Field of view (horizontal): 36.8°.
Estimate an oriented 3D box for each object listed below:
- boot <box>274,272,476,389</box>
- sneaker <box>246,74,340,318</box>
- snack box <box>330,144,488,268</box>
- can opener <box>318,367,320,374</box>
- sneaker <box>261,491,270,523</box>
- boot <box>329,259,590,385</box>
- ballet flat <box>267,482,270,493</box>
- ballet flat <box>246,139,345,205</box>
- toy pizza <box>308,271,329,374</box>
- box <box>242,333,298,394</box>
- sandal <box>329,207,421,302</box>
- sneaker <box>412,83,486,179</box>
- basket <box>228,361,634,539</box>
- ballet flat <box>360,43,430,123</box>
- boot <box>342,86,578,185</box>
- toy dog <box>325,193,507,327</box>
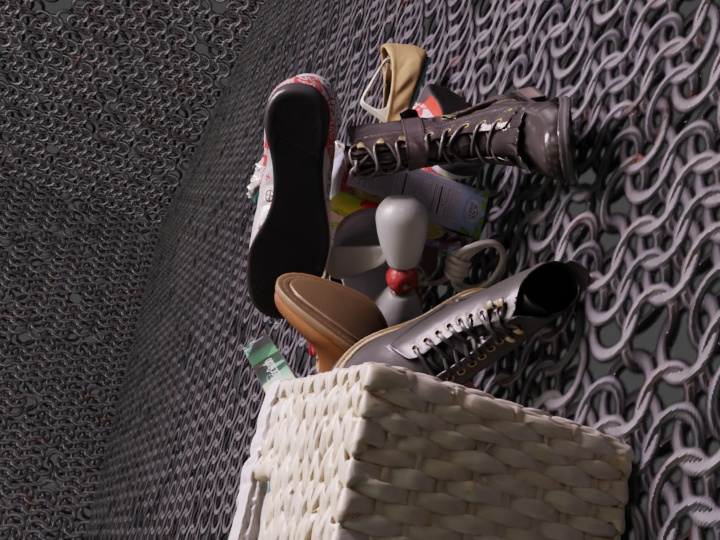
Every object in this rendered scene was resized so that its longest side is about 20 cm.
[{"bbox_3d":[-0.017,0.106,0.901,0.155,0.200,0.077,-51,11,31],"label":"boot"},{"bbox_3d":[-0.053,-0.068,0.928,0.108,0.067,0.202,-77,-7,-69],"label":"sneaker"},{"bbox_3d":[0.017,-0.052,1.060,0.200,0.142,0.053,154,133,-67],"label":"snack box"},{"bbox_3d":[0.002,0.080,1.121,0.200,0.063,0.079,-73,-13,-45],"label":"can opener"},{"bbox_3d":[-0.095,0.281,1.039,0.200,0.074,0.116,-39,11,-2],"label":"sneaker"},{"bbox_3d":[0.062,0.056,0.777,0.200,0.078,0.138,-39,3,-31],"label":"boot"},{"bbox_3d":[-0.073,0.248,1.163,0.200,0.067,0.070,-100,4,-46],"label":"ballet flat"},{"bbox_3d":[-0.066,-0.116,1.114,0.200,0.072,0.072,-19,53,61],"label":"ballet flat"},{"bbox_3d":[-0.038,0.027,1.250,0.200,0.032,0.201,-171,90,-88],"label":"toy pizza"},{"bbox_3d":[-0.054,0.149,1.078,0.036,0.144,0.200,-35,15,-7],"label":"box"},{"bbox_3d":[0.007,-0.004,1.024,0.059,0.079,0.207,56,167,35],"label":"sandal"},{"bbox_3d":[0.073,-0.104,1.079,0.201,0.067,0.108,-95,28,-62],"label":"sneaker"},{"bbox_3d":[0.034,0.172,0.655,0.161,0.200,0.198,-33,41,62],"label":"basket"},{"bbox_3d":[0.024,-0.162,1.210,0.069,0.063,0.200,137,150,-71],"label":"ballet flat"},{"bbox_3d":[0.074,-0.096,0.864,0.200,0.174,0.069,-109,9,-74],"label":"boot"},{"bbox_3d":[0.029,0.020,0.947,0.200,0.132,0.096,-64,24,23],"label":"toy dog"}]
